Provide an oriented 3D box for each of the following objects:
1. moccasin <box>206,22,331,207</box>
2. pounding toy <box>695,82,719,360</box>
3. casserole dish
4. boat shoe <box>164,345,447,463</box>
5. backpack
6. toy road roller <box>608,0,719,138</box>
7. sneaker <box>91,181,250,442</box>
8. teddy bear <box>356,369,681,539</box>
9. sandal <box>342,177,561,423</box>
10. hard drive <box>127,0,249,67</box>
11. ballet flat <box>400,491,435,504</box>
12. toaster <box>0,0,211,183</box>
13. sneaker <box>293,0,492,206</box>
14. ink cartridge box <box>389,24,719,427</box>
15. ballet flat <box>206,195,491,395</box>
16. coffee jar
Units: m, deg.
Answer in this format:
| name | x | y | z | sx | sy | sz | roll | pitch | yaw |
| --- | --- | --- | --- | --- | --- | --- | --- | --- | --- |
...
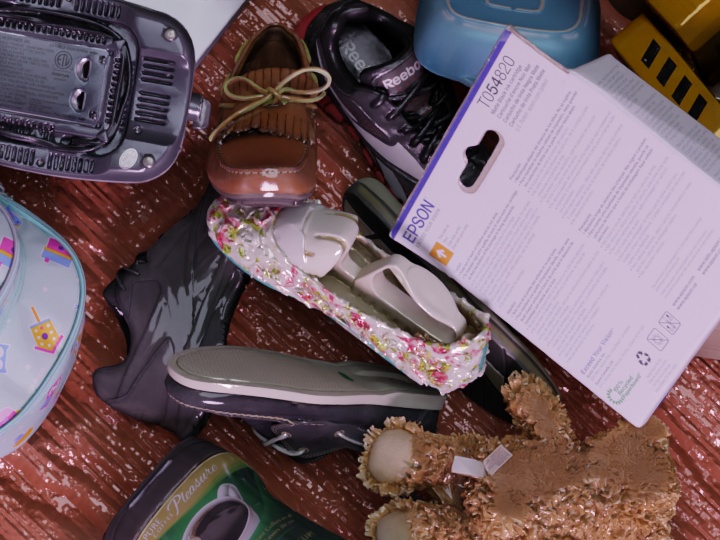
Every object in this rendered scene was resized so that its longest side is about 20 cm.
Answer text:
| name | x | y | z | sx | sy | sz | roll | pitch | yaw |
| --- | --- | --- | --- | --- | --- | --- | --- | --- | --- |
| moccasin | -0.055 | -0.098 | 1.657 | 0.073 | 0.202 | 0.078 | 5 | 117 | 4 |
| pounding toy | 0.224 | -0.048 | 1.743 | 0.183 | 0.142 | 0.201 | 9 | 73 | 8 |
| casserole dish | 0.098 | -0.174 | 1.722 | 0.120 | 0.200 | 0.039 | 9 | 121 | 1 |
| boat shoe | -0.036 | 0.090 | 1.662 | 0.199 | 0.072 | 0.068 | 11 | 107 | -35 |
| backpack | -0.267 | 0.020 | 1.633 | 0.199 | 0.153 | 0.176 | 30 | 69 | -5 |
| toy road roller | 0.187 | -0.122 | 1.636 | 0.146 | 0.123 | 0.200 | -39 | 72 | 4 |
| sneaker | -0.114 | 0.004 | 1.700 | 0.090 | 0.076 | 0.201 | 17 | 74 | 2 |
| teddy bear | 0.095 | 0.139 | 1.647 | 0.199 | 0.067 | 0.146 | -18 | 64 | -12 |
| sandal | 0.067 | 0.014 | 1.723 | 0.057 | 0.080 | 0.201 | -34 | 84 | -28 |
| hard drive | -0.186 | -0.196 | 1.755 | 0.200 | 0.026 | 0.132 | 37 | 75 | 1 |
| ballet flat | 0.114 | 0.172 | 1.693 | 0.199 | 0.074 | 0.075 | 7 | 76 | -9 |
| toaster | -0.193 | -0.115 | 1.663 | 0.199 | 0.129 | 0.114 | 9 | 88 | 0 |
| sneaker | 0.033 | -0.099 | 1.731 | 0.071 | 0.098 | 0.201 | -39 | 87 | -17 |
| ink cartridge box | 0.136 | -0.031 | 1.587 | 0.200 | 0.200 | 0.041 | 38 | 46 | 7 |
| ballet flat | 0.000 | 0.000 | 1.647 | 0.199 | 0.064 | 0.076 | 32 | 53 | -5 |
| coffee jar | -0.061 | 0.186 | 1.618 | 0.200 | 0.085 | 0.104 | 33 | 74 | 34 |
